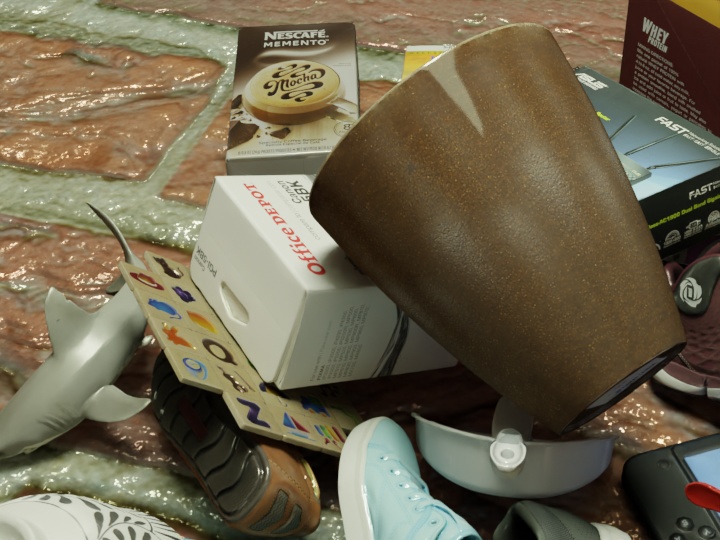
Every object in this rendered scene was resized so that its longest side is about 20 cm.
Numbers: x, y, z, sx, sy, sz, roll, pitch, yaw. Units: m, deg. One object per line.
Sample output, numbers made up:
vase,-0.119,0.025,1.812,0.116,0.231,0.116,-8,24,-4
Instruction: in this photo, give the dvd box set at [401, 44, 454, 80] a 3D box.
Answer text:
dvd box set,0.105,-0.139,1.109,0.145,0.030,0.201,3,43,7

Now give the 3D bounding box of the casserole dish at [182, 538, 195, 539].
casserole dish,-0.078,0.217,0.722,0.198,0.039,0.122,8,43,14

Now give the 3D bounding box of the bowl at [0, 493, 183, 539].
bowl,-0.194,0.196,0.671,0.199,0.094,0.202,-14,44,15

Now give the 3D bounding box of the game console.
game console,0.284,0.127,0.737,0.198,0.119,0.171,-12,43,-10

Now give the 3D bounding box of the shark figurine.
shark figurine,-0.194,0.032,0.873,0.127,0.090,0.215,-9,41,33

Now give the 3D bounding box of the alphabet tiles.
alphabet tiles,-0.079,0.056,0.834,0.166,0.006,0.200,23,19,-40

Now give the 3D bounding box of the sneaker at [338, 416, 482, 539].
sneaker,0.039,0.162,0.727,0.082,0.074,0.201,-27,40,20

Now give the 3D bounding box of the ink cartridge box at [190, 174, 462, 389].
ink cartridge box,0.000,0.000,0.874,0.199,0.083,0.147,-4,37,-36

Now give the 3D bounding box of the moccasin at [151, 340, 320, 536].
moccasin,-0.082,0.102,0.818,0.074,0.078,0.201,-54,41,4

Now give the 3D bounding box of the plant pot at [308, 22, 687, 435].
plant pot,0.100,-0.010,0.735,0.186,0.187,0.201,-27,72,-25

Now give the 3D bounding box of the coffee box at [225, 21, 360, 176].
coffee box,-0.055,-0.132,1.075,0.112,0.080,0.201,-4,42,1

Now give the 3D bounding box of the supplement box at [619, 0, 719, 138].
supplement box,0.323,-0.148,0.977,0.132,0.201,0.197,-25,46,-22

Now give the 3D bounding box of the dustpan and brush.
dustpan and brush,0.092,0.108,0.745,0.138,0.058,0.200,5,12,9

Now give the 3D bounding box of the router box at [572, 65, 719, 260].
router box,0.166,-0.074,0.912,0.149,0.063,0.200,-22,36,-18

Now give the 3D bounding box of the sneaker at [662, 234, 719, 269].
sneaker,0.194,0.001,0.922,0.139,0.078,0.200,-30,39,-24

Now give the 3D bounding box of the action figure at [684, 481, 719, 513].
action figure,0.230,0.101,0.701,0.199,0.066,0.099,-21,24,-39

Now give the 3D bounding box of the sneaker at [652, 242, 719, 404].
sneaker,0.276,0.037,0.802,0.199,0.117,0.075,13,26,41

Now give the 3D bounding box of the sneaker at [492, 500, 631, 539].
sneaker,0.101,0.212,0.675,0.084,0.075,0.201,27,34,-7
